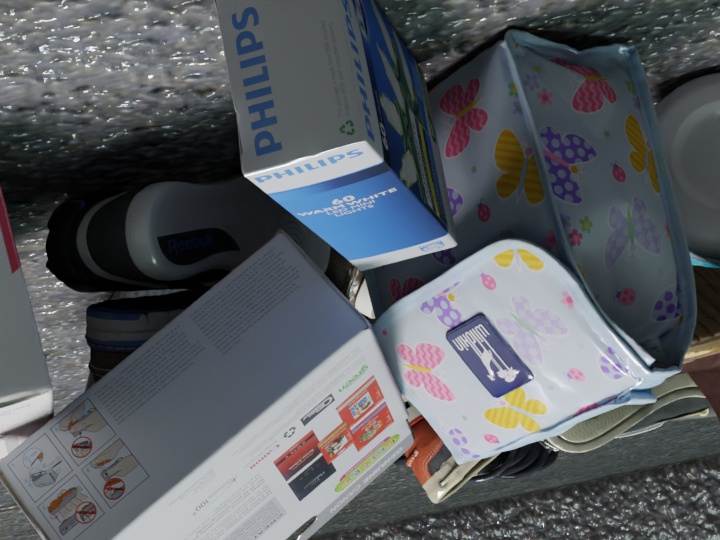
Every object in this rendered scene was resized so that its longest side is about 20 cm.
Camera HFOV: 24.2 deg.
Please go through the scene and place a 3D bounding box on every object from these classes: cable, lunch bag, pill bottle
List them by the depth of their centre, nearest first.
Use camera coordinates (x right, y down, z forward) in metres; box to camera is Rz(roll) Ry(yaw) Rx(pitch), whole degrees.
[{"bbox_3d":[0.086,-0.008,0.935,0.127,0.201,0.169,-1,163,-37],"label":"lunch bag"},{"bbox_3d":[0.237,-0.047,1.088,0.110,0.111,0.200,-14,165,8],"label":"pill bottle"},{"bbox_3d":[0.082,0.131,1.379,0.162,0.051,0.200,14,-167,-23],"label":"cable"}]

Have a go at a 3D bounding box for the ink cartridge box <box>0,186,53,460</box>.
[{"bbox_3d":[-0.225,0.031,0.931,0.082,0.147,0.200,-14,167,-13],"label":"ink cartridge box"}]

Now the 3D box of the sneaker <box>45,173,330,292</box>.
[{"bbox_3d":[-0.110,-0.022,1.010,0.111,0.074,0.200,-4,176,30],"label":"sneaker"}]

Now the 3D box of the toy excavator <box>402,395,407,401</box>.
[{"bbox_3d":[0.076,0.029,1.213,0.199,0.100,0.194,-23,162,9],"label":"toy excavator"}]

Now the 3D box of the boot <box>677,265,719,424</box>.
[{"bbox_3d":[0.229,0.071,1.023,0.199,0.072,0.167,-16,130,-10],"label":"boot"}]

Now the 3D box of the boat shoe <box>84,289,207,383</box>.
[{"bbox_3d":[-0.087,0.050,1.030,0.199,0.073,0.072,-4,-168,-44],"label":"boat shoe"}]

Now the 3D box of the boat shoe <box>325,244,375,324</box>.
[{"bbox_3d":[0.000,0.000,1.172,0.059,0.072,0.200,28,180,6],"label":"boat shoe"}]

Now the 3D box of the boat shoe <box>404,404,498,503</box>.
[{"bbox_3d":[0.120,0.088,1.145,0.199,0.063,0.071,-26,159,-8],"label":"boat shoe"}]

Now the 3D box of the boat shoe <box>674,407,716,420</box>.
[{"bbox_3d":[0.166,0.092,1.224,0.200,0.061,0.072,-13,-173,26],"label":"boat shoe"}]

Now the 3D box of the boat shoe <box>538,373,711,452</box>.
[{"bbox_3d":[0.196,0.064,1.102,0.199,0.072,0.068,-20,172,-14],"label":"boat shoe"}]

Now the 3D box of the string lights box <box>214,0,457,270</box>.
[{"bbox_3d":[-0.009,-0.074,0.803,0.059,0.103,0.200,-14,166,11],"label":"string lights box"}]

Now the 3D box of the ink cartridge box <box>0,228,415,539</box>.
[{"bbox_3d":[-0.077,0.103,0.945,0.200,0.084,0.176,-39,152,-9],"label":"ink cartridge box"}]

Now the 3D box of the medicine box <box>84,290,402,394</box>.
[{"bbox_3d":[-0.088,0.086,1.185,0.199,0.104,0.182,15,163,-11],"label":"medicine box"}]
